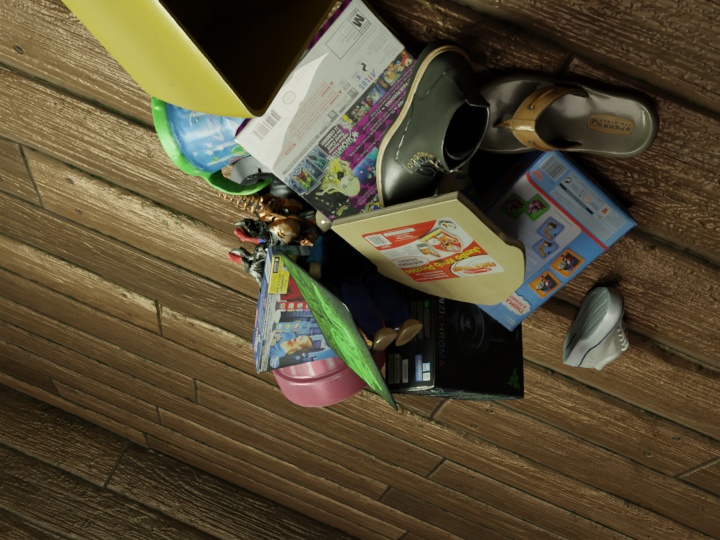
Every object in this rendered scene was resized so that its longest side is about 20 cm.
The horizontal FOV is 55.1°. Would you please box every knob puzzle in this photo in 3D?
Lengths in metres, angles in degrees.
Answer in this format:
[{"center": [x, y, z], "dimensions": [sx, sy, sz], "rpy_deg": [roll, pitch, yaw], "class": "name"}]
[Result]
[{"center": [0.094, -0.020, 0.754], "dimensions": [0.214, 0.031, 0.221], "rpy_deg": [14, 155, 7], "class": "knob puzzle"}]

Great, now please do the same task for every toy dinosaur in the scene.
[{"center": [-0.105, -0.060, 0.946], "dimensions": [0.135, 0.103, 0.200], "rpy_deg": [-29, 111, 39], "class": "toy dinosaur"}]

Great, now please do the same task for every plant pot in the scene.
[{"center": [-0.071, 0.084, 1.113], "dimensions": [0.196, 0.201, 0.182], "rpy_deg": [-1, 127, 33], "class": "plant pot"}, {"center": [-0.161, -0.271, 0.637], "dimensions": [0.174, 0.203, 0.200], "rpy_deg": [1, 143, 43], "class": "plant pot"}]

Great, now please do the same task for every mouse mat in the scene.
[{"center": [-0.026, 0.075, 0.845], "dimensions": [0.160, 0.007, 0.202], "rpy_deg": [36, 159, 46], "class": "mouse mat"}]

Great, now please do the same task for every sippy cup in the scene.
[{"center": [-0.153, -0.190, 0.811], "dimensions": [0.127, 0.143, 0.178], "rpy_deg": [-6, 149, 22], "class": "sippy cup"}]

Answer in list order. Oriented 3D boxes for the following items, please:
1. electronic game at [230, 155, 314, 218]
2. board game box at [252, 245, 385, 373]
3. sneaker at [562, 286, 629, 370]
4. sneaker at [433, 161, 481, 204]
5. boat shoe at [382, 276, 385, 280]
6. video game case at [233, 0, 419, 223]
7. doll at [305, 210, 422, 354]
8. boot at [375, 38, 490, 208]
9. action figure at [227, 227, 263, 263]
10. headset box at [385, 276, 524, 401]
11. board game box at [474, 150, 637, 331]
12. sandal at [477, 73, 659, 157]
[{"center": [-0.088, -0.104, 0.969], "dimensions": [0.195, 0.042, 0.201], "rpy_deg": [14, 154, 7], "class": "electronic game"}, {"center": [-0.041, 0.046, 0.956], "dimensions": [0.195, 0.062, 0.204], "rpy_deg": [0, 127, -19], "class": "board game box"}, {"center": [0.338, 0.081, 0.955], "dimensions": [0.069, 0.075, 0.201], "rpy_deg": [8, 156, 5], "class": "sneaker"}, {"center": [0.130, -0.083, 0.847], "dimensions": [0.102, 0.078, 0.201], "rpy_deg": [8, 154, -1], "class": "sneaker"}, {"center": [0.049, 0.018, 1.031], "dimensions": [0.194, 0.076, 0.067], "rpy_deg": [16, 139, -5], "class": "boat shoe"}, {"center": [-0.008, -0.159, 0.747], "dimensions": [0.180, 0.036, 0.200], "rpy_deg": [37, 113, -24], "class": "video game case"}, {"center": [0.000, 0.000, 0.843], "dimensions": [0.202, 0.134, 0.049], "rpy_deg": [59, 141, 23], "class": "doll"}, {"center": [0.066, -0.106, 0.683], "dimensions": [0.075, 0.140, 0.204], "rpy_deg": [4, 125, -11], "class": "boot"}, {"center": [-0.120, -0.030, 1.076], "dimensions": [0.196, 0.067, 0.052], "rpy_deg": [6, 159, 28], "class": "action figure"}, {"center": [0.131, 0.079, 0.921], "dimensions": [0.197, 0.179, 0.092], "rpy_deg": [15, 160, -40], "class": "headset box"}, {"center": [0.194, -0.036, 0.805], "dimensions": [0.150, 0.037, 0.200], "rpy_deg": [34, 117, -21], "class": "board game box"}, {"center": [0.193, -0.145, 0.686], "dimensions": [0.195, 0.055, 0.084], "rpy_deg": [13, 116, 15], "class": "sandal"}]
